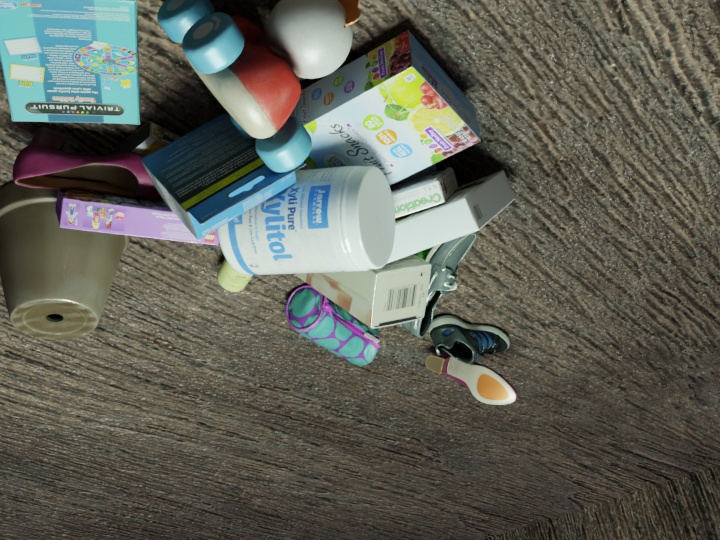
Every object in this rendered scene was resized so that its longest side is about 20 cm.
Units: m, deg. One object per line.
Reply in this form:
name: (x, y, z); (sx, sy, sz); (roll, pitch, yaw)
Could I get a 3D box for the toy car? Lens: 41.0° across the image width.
toy car: (-0.083, -0.253, 1.067); (0.199, 0.177, 0.185); (-38, 132, -3)

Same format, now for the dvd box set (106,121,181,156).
dvd box set: (-0.254, -0.121, 1.329); (0.146, 0.030, 0.199); (-29, 144, 32)

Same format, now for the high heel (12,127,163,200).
high heel: (-0.332, -0.109, 1.214); (0.198, 0.097, 0.068); (16, 135, -9)

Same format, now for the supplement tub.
supplement tub: (-0.069, -0.062, 1.221); (0.198, 0.133, 0.132); (-3, 153, 24)

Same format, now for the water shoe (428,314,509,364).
water shoe: (0.206, 0.145, 1.825); (0.199, 0.080, 0.071); (17, 142, -34)

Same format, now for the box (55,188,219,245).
box: (-0.291, -0.073, 1.254); (0.198, 0.040, 0.137); (6, -170, -21)

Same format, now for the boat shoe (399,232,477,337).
boat shoe: (0.123, 0.015, 1.450); (0.073, 0.062, 0.201); (3, 128, -54)

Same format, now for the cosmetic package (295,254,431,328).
cosmetic package: (0.000, 0.000, 1.395); (0.103, 0.200, 0.088); (-9, 117, -34)

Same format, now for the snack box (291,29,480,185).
snack box: (0.024, -0.186, 1.210); (0.199, 0.068, 0.168); (-23, 142, 28)

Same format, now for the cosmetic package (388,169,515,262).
cosmetic package: (0.118, -0.076, 1.346); (0.150, 0.052, 0.200); (-22, -174, 27)

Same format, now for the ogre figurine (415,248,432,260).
ogre figurine: (0.054, -0.002, 1.520); (0.119, 0.099, 0.201); (-4, 144, -28)

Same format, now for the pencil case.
pencil case: (-0.044, 0.097, 1.686); (0.092, 0.086, 0.200); (-7, 154, 33)

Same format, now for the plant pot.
plant pot: (-0.424, -0.007, 1.345); (0.198, 0.175, 0.201); (-5, 149, -3)

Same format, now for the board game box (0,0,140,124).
board game box: (-0.326, -0.248, 1.084); (0.149, 0.047, 0.201); (0, 149, -12)

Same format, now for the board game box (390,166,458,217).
board game box: (0.030, -0.090, 1.328); (0.198, 0.035, 0.126); (-17, -171, 18)

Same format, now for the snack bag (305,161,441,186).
snack bag: (0.019, -0.151, 1.347); (0.187, 0.022, 0.201); (-9, 149, 4)

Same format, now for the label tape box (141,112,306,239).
label tape box: (-0.159, -0.108, 1.160); (0.144, 0.200, 0.064); (-31, 130, -14)

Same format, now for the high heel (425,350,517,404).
high heel: (0.226, 0.206, 1.862); (0.199, 0.068, 0.096); (15, -172, 31)

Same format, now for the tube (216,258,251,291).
tube: (-0.164, -0.041, 1.468); (0.058, 0.052, 0.200); (-35, 168, -45)
